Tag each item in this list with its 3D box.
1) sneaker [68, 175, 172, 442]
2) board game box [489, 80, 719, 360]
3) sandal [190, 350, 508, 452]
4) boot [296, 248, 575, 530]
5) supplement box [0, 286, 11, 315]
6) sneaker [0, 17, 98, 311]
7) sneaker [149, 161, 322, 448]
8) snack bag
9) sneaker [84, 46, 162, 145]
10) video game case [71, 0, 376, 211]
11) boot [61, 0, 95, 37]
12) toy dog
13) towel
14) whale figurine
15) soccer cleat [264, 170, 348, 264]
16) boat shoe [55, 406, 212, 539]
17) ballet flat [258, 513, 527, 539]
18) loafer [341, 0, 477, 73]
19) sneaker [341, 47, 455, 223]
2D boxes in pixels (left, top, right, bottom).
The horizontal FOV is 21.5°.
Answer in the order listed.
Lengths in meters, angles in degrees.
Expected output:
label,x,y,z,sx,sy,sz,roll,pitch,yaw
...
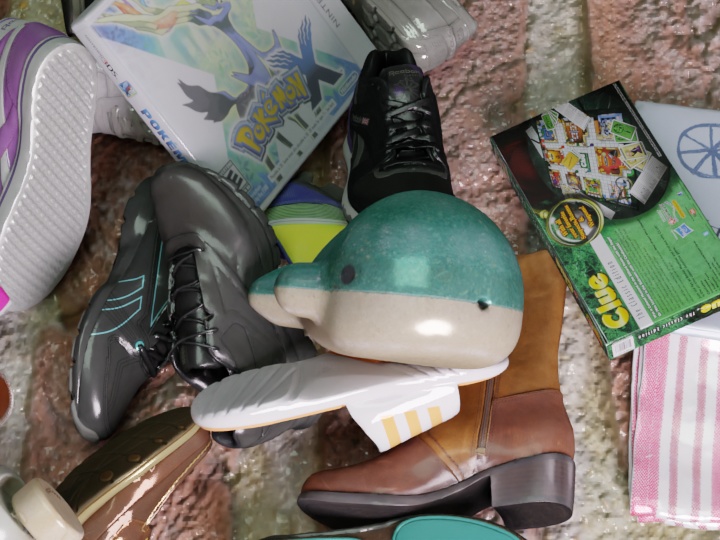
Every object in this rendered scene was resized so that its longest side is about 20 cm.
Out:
label,x,y,z,sx,sy,sz,roll,pitch,yaw
sneaker,-0.143,0.027,1.309,0.079,0.076,0.201,14,68,9
board game box,0.173,-0.038,1.294,0.104,0.024,0.201,-21,53,-4
sandal,-0.006,0.086,1.219,0.205,0.060,0.079,-12,22,-6
boot,0.051,0.075,1.274,0.187,0.069,0.201,-10,58,15
supplement box,-0.351,-0.012,1.307,0.200,0.101,0.103,34,72,35
sneaker,-0.246,-0.080,1.349,0.114,0.072,0.202,26,108,41
sneaker,-0.094,0.024,1.254,0.091,0.076,0.201,-27,92,-44
snack bag,0.270,-0.027,1.306,0.187,0.021,0.201,8,57,8
sneaker,-0.143,-0.123,1.376,0.198,0.075,0.100,-14,64,0
video game case,-0.086,-0.157,1.322,0.183,0.022,0.200,52,51,-19
boot,-0.138,-0.213,1.364,0.152,0.204,0.074,-5,99,-1
toy dog,-0.260,0.130,1.219,0.132,0.097,0.199,-48,38,-18
towel,0.279,0.101,1.255,0.198,0.030,0.147,3,66,7
whale figurine,0.014,0.003,1.175,0.158,0.199,0.105,9,87,-36
soccer cleat,0.000,0.000,1.296,0.199,0.065,0.084,28,70,36
boat shoe,-0.173,0.172,1.255,0.200,0.072,0.068,-42,111,-9
ballet flat,0.019,0.194,1.216,0.198,0.068,0.069,-2,65,13
loafer,0.009,-0.231,1.419,0.070,0.070,0.200,-30,70,-20
sneaker,0.022,-0.090,1.281,0.075,0.088,0.200,-1,27,-10
